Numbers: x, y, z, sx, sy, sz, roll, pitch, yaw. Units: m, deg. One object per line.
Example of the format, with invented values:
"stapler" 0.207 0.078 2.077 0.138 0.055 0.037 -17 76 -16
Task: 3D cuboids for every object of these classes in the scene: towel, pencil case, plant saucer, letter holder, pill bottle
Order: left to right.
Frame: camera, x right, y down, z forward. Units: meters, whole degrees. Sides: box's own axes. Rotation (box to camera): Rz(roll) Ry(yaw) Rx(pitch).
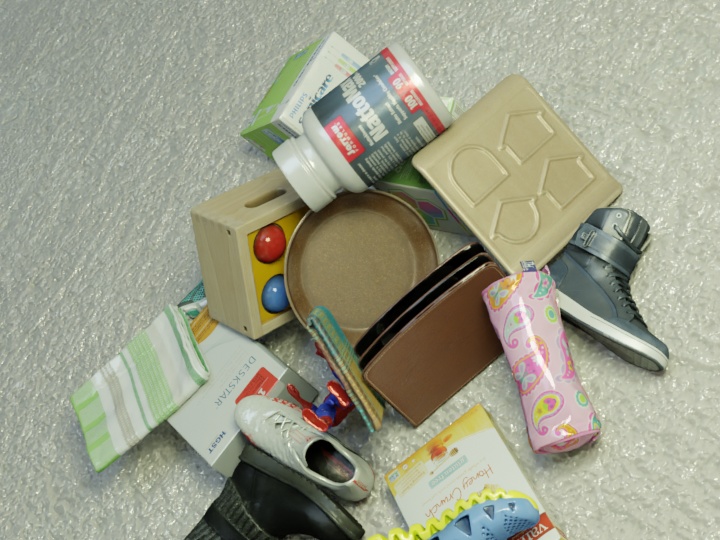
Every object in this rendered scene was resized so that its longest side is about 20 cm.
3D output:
"towel" -0.294 0.151 1.691 0.200 0.031 0.150 -41 44 8
"towel" -0.017 0.109 1.474 0.022 0.200 0.148 -32 91 3
"pill bottle" -0.001 -0.164 1.529 0.199 0.120 0.120 -37 45 6
"plant saucer" 0.000 0.000 1.601 0.201 0.200 0.037 -50 12 -5
"letter holder" 0.085 0.059 1.505 0.200 0.142 0.101 -41 45 5
"pencil case" 0.197 0.096 1.395 0.087 0.087 0.202 -23 70 21

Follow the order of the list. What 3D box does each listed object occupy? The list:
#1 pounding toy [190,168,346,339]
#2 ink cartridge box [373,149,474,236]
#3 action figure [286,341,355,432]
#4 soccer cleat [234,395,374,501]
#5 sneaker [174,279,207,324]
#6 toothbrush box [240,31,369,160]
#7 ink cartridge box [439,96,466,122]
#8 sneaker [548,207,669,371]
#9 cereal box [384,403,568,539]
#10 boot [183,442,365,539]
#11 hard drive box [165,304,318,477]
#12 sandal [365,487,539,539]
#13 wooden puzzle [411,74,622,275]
"pounding toy" -0.090 -0.040 1.651 0.199 0.186 0.141 -27 33 -34
"ink cartridge box" 0.078 -0.105 1.651 0.198 0.104 0.060 14 68 41
"action figure" -0.049 0.138 1.513 0.065 0.200 0.099 -45 81 -1
"soccer cleat" -0.070 0.202 1.517 0.199 0.085 0.069 32 80 20
"sneaker" -0.202 0.039 1.793 0.199 0.078 0.092 -33 30 8
"toothbrush box" -0.075 -0.236 1.810 0.147 0.086 0.200 -59 16 -13
"ink cartridge box" 0.058 -0.183 1.673 0.198 0.145 0.049 11 79 32
"sneaker" 0.294 0.013 1.431 0.147 0.077 0.202 -51 44 -2
"cereal box" 0.124 0.263 1.407 0.143 0.040 0.201 -39 45 7
"boot" -0.103 0.314 1.509 0.210 0.079 0.159 24 78 42
"hard drive box" -0.173 0.157 1.672 0.156 0.077 0.199 -52 45 -5
"sandal" 0.097 0.292 1.323 0.198 0.079 0.088 -29 50 15
"wooden puzzle" 0.185 -0.110 1.541 0.185 0.046 0.200 -41 82 -19
